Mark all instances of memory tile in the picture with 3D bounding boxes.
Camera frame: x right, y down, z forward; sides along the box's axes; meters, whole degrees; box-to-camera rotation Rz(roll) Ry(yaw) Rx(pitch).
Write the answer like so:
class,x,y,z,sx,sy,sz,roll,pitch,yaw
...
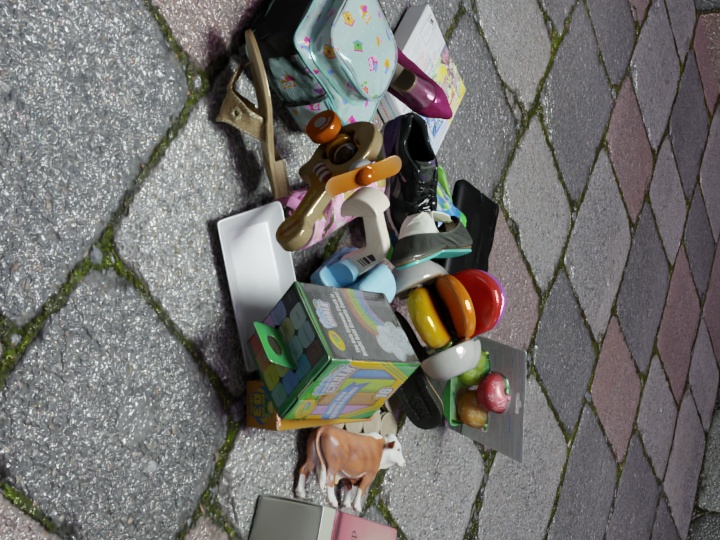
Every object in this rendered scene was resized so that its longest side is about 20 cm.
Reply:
class,x,y,z,sx,sy,sz,roll,pitch,yaw
memory tile,0.007,0.179,1.503,0.200,0.017,0.155,25,69,-53

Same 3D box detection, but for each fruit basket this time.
class,x,y,z,sx,sy,sz,roll,pitch,yaw
fruit basket,0.212,0.200,1.638,0.093,0.199,0.187,-8,102,-36

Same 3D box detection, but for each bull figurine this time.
class,x,y,z,sx,sy,sz,roll,pitch,yaw
bull figurine,-0.014,0.281,1.423,0.199,0.065,0.122,27,74,-47

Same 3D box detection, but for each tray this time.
class,x,y,z,sx,sy,sz,roll,pitch,yaw
tray,-0.130,0.019,1.274,0.107,0.022,0.202,-23,110,-40

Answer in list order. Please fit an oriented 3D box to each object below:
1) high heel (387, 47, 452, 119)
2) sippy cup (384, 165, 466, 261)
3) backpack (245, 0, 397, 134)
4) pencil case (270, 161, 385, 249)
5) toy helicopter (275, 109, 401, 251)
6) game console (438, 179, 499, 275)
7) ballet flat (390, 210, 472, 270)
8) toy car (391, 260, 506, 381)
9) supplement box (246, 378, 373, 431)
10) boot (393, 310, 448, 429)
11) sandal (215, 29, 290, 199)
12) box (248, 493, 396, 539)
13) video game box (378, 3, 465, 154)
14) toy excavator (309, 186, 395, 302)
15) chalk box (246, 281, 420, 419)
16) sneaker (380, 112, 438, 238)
class,x,y,z,sx,sy,sz,roll,pitch,yaw
high heel,0.059,-0.280,1.443,0.067,0.200,0.096,-46,132,13
sippy cup,0.076,-0.100,1.515,0.131,0.139,0.178,61,8,-21
backpack,-0.038,-0.281,1.316,0.201,0.152,0.177,63,37,-46
pencil case,-0.045,-0.096,1.363,0.200,0.082,0.087,-37,117,-50
toy helicopter,-0.035,-0.105,1.232,0.201,0.132,0.079,-58,135,-19
game console,0.157,-0.026,1.660,0.175,0.116,0.202,30,65,-44
ballet flat,0.090,-0.044,1.345,0.200,0.068,0.069,-12,86,-62
toy car,0.138,0.056,1.425,0.176,0.149,0.200,65,9,8
supplement box,-0.065,0.175,1.334,0.199,0.068,0.067,5,85,-53
boot,0.084,0.131,1.561,0.139,0.077,0.201,-60,135,-60
sandal,-0.143,-0.184,1.225,0.069,0.078,0.213,-16,113,-10
box,-0.052,0.388,1.330,0.200,0.108,0.129,35,62,-52
video game box,0.095,-0.298,1.607,0.183,0.047,0.201,57,46,-37
toy excavator,0.000,0.000,1.335,0.195,0.199,0.100,56,43,-10
chalk box,-0.051,0.102,1.226,0.199,0.124,0.125,8,43,-41
sneaker,0.077,-0.124,1.406,0.075,0.087,0.202,-14,92,-21
